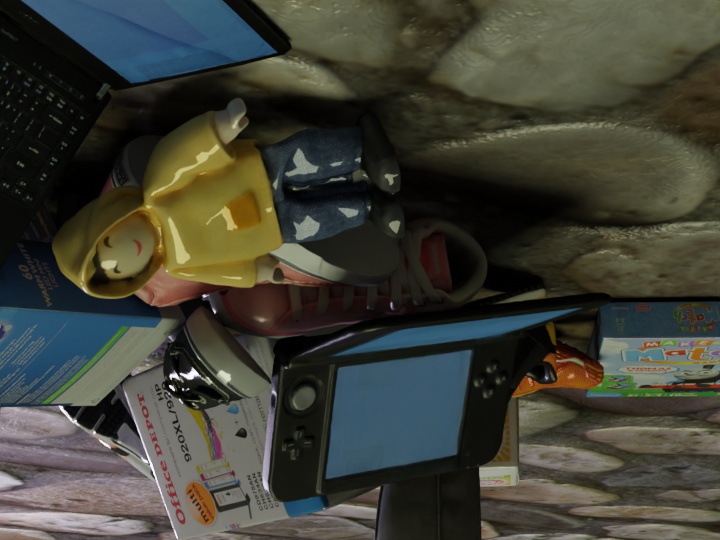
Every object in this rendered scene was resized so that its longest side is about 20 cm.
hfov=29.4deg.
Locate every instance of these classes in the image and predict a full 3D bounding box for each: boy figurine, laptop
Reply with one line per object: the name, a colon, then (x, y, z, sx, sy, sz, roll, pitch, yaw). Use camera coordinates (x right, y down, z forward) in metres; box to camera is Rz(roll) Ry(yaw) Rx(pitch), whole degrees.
boy figurine: (-0.077, -0.039, 0.780, 0.198, 0.065, 0.125, -13, 129, -13)
laptop: (-0.159, -0.082, 0.675, 0.103, 0.201, 0.177, 32, 178, 32)

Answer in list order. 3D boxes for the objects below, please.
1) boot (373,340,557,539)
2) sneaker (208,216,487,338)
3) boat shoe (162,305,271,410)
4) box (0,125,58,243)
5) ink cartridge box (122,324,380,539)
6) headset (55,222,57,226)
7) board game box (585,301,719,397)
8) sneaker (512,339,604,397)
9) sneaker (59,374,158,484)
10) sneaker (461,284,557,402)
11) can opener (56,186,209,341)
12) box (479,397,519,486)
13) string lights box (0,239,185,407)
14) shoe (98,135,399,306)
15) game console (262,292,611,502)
boot: (0.098, 0.162, 1.223, 0.180, 0.202, 0.073, -7, 157, 19)
sneaker: (0.000, 0.000, 0.944, 0.199, 0.076, 0.104, 0, 166, -34)
boat shoe: (-0.104, 0.068, 0.929, 0.069, 0.057, 0.200, 47, 174, -3)
box: (-0.269, -0.023, 0.820, 0.157, 0.050, 0.200, -32, 165, -12)
ink cartridge box: (-0.067, 0.118, 1.121, 0.144, 0.149, 0.199, -18, 178, -45)
headset: (-0.298, 0.022, 0.999, 0.198, 0.095, 0.124, -16, 157, 12)
board game box: (0.279, 0.072, 1.214, 0.149, 0.037, 0.200, -1, 160, 5)
sneaker: (0.109, 0.082, 1.167, 0.198, 0.078, 0.073, 8, -172, -8)
sneaker: (-0.216, 0.143, 1.268, 0.200, 0.074, 0.080, 41, 154, -1)
sneaker: (0.081, 0.075, 1.046, 0.199, 0.091, 0.070, -18, 180, -39)
can opener: (-0.144, -0.001, 0.983, 0.052, 0.067, 0.200, -6, 155, 22)
box: (0.054, 0.148, 1.323, 0.198, 0.114, 0.101, -3, 162, 6)
string lights box: (-0.214, 0.035, 0.855, 0.103, 0.059, 0.199, -41, 156, 22)
shoe: (-0.078, -0.018, 0.883, 0.198, 0.072, 0.091, 17, 138, -26)
game console: (0.050, 0.086, 0.925, 0.198, 0.178, 0.116, -5, -158, -30)
